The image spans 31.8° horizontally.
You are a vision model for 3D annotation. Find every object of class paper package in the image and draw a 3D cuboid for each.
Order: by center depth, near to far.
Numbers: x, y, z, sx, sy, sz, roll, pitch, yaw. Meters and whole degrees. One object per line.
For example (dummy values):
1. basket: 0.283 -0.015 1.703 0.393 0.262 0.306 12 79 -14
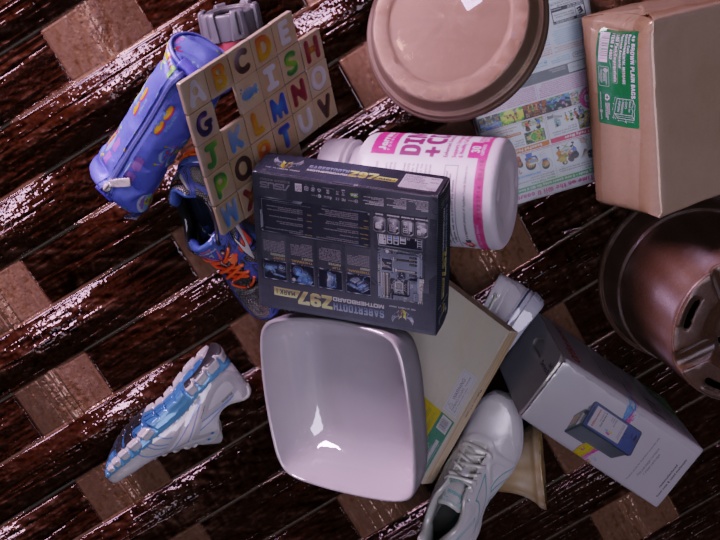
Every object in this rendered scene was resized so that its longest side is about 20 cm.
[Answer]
1. paper package: 0.330 -0.175 1.307 0.189 0.103 0.204 -18 111 -33

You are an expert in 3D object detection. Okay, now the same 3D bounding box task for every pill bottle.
1. pill bottle: 0.058 -0.085 1.315 0.197 0.113 0.115 4 108 20

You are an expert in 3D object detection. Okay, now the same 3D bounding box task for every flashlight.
1. flashlight: -0.120 -0.178 1.331 0.067 0.068 0.203 -7 113 6

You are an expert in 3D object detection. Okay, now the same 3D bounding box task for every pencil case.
1. pencil case: -0.206 -0.146 1.289 0.078 0.087 0.200 40 120 -2

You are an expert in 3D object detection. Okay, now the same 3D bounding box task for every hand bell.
1. hand bell: 0.114 0.229 1.470 0.196 0.104 0.106 -5 108 10

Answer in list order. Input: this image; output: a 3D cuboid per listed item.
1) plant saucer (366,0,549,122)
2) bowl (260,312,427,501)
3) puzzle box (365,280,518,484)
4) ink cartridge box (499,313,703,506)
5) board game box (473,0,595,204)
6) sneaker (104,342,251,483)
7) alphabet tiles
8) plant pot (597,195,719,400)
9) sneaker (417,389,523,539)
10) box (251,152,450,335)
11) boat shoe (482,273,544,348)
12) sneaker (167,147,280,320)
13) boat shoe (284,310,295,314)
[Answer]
1. plant saucer: 0.093 -0.252 1.283 0.197 0.029 0.204 -4 79 23
2. bowl: -0.009 0.137 1.377 0.197 0.074 0.203 6 112 34
3. puzzle box: 0.075 0.116 1.409 0.133 0.025 0.202 38 106 31
4. ink cartridge box: 0.263 0.152 1.415 0.199 0.146 0.088 35 102 -14
5. board game box: 0.189 -0.184 1.352 0.145 0.064 0.203 -15 106 1
6. sneaker: -0.203 0.180 1.425 0.200 0.075 0.087 -42 111 8
7. alphabet tiles: -0.095 -0.158 1.284 0.200 0.007 0.169 -41 131 -36
8. plant pot: 0.376 0.033 1.362 0.196 0.199 0.204 -1 106 -4
9. sneaker: 0.122 0.229 1.392 0.070 0.080 0.203 24 96 23
10. box: -0.009 -0.027 1.275 0.197 0.051 0.160 9 120 17
11. boat shoe: 0.127 0.095 1.436 0.066 0.074 0.201 36 96 8
12. sneaker: -0.149 -0.028 1.351 0.075 0.079 0.202 -20 110 33
13. boat shoe: 0.000 0.000 1.390 0.197 0.064 0.072 -25 107 4
